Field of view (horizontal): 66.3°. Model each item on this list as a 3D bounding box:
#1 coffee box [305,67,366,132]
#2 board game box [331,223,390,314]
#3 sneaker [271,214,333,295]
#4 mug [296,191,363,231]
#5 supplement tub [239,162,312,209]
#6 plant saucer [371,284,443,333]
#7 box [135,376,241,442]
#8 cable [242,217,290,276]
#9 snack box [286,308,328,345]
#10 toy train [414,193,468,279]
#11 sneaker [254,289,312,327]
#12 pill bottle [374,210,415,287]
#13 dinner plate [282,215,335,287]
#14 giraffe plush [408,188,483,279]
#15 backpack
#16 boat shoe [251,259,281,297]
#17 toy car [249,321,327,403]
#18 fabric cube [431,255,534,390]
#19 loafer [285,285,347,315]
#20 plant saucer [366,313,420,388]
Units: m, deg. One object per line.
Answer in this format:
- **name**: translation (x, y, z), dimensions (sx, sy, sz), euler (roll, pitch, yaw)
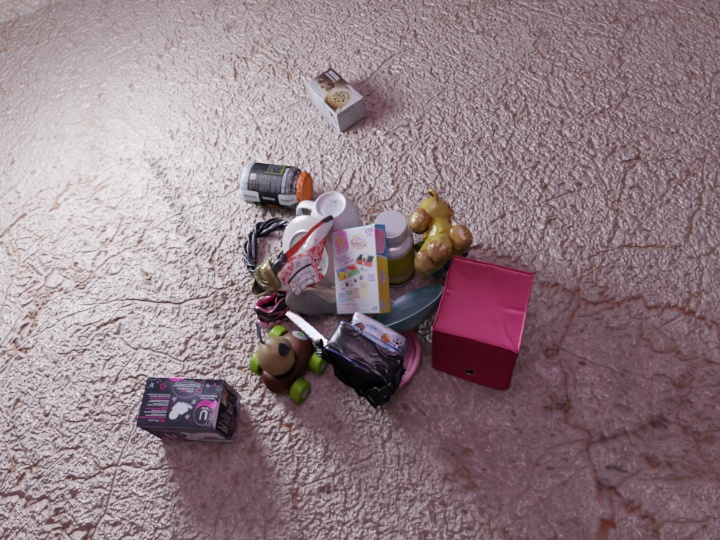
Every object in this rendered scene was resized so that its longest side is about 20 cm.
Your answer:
- **coffee box**: translation (-0.081, -0.564, 1.820), dimensions (0.111, 0.081, 0.201), euler (-33, 59, -11)
- **board game box**: translation (0.000, 0.000, 1.329), dimensions (0.150, 0.040, 0.208), euler (-4, 89, 44)
- **sneaker**: translation (-0.113, -0.034, 1.346), dimensions (0.108, 0.067, 0.201), euler (47, 71, -4)
- **mug**: translation (-0.087, -0.127, 1.492), dimensions (0.194, 0.177, 0.150), euler (19, 62, 20)
- **supplement tub**: translation (-0.245, -0.248, 1.625), dimensions (0.193, 0.124, 0.126), euler (9, 59, 15)
- **plant saucer**: translation (0.112, 0.097, 1.288), dimensions (0.196, 0.200, 0.037), euler (-29, 100, -9)
- **box**: translation (-0.395, 0.328, 1.285), dimensions (0.192, 0.133, 0.118), euler (1, 61, 10)
- **cable**: translation (-0.261, -0.070, 1.559), dimensions (0.160, 0.051, 0.203), euler (25, 66, 22)
- **snack box**: translation (-0.107, 0.161, 1.346), dimensions (0.024, 0.072, 0.198), euler (-49, 46, -7)
- **toy train**: translation (0.181, -0.086, 1.433), dimensions (0.115, 0.085, 0.202), euler (-38, 87, -22)
- **sneaker**: translation (-0.186, 0.081, 1.428), dimensions (0.194, 0.097, 0.081), euler (-20, 55, -5)
- **pill bottle**: translation (0.084, -0.056, 1.405), dimensions (0.107, 0.202, 0.115), euler (-4, 57, 6)
- **dinner plate**: translation (-0.131, -0.041, 1.442), dimensions (0.195, 0.206, 0.024), euler (22, 32, 22)
- **giraffe plush**: translation (0.183, -0.102, 1.316), dimensions (0.196, 0.173, 0.165), euler (-21, 74, -36)
- **backpack**: translation (0.016, 0.199, 1.205), dimensions (0.197, 0.193, 0.155), euler (31, 62, 19)
- **boat shoe**: translation (-0.248, 0.028, 1.413), dimensions (0.062, 0.200, 0.075), euler (-28, 87, -17)
- **toy car**: translation (-0.185, 0.187, 1.297), dimensions (0.161, 0.202, 0.160), euler (26, 64, 23)
- **fabric cube**: translation (0.276, 0.122, 1.264), dimensions (0.190, 0.202, 0.205), euler (14, 61, 16)
- **loafer**: translation (-0.102, 0.071, 1.408), dimensions (0.193, 0.073, 0.064), euler (9, 36, -24)
- **plant saucer**: translation (0.050, 0.205, 1.338), dimensions (0.193, 0.051, 0.207), euler (-4, 59, 7)
